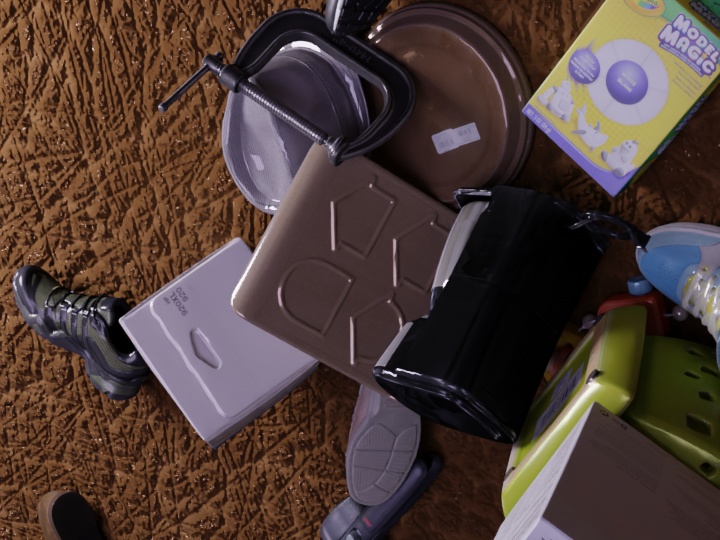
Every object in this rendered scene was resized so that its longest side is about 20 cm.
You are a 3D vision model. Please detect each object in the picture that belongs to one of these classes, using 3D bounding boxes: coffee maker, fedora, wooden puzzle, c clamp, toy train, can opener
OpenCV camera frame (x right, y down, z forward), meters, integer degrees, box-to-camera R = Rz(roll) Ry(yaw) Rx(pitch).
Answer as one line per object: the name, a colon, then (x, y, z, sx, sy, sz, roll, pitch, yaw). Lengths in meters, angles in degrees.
coffee maker: (0.121, 0.036, 1.277, 0.134, 0.201, 0.192, 32, 162, -18)
fedora: (-0.075, -0.134, 1.419, 0.176, 0.090, 0.202, 11, 115, 44)
wooden puzzle: (0.000, 0.000, 1.382, 0.199, 0.046, 0.186, 30, 87, -16)
c clamp: (-0.056, -0.161, 1.350, 0.199, 0.171, 0.027, 29, 156, 14)
toy train: (0.234, 0.107, 1.354, 0.149, 0.056, 0.202, -1, 108, 35)
can opener: (0.018, 0.260, 1.558, 0.079, 0.063, 0.200, 47, 128, 9)

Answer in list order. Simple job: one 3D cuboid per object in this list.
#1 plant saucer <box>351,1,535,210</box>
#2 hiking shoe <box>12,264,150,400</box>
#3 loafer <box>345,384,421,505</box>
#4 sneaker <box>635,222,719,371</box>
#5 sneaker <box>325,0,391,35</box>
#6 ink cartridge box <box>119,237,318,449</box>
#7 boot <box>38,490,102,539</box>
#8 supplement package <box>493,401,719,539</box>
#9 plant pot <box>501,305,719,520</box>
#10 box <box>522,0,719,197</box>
plant saucer: (0.069, -0.150, 1.375, 0.199, 0.029, 0.202, 13, 116, 28)
hiking shoe: (-0.312, 0.052, 1.699, 0.200, 0.076, 0.101, 42, 119, 1)
loafer: (0.027, 0.139, 1.495, 0.071, 0.063, 0.202, 8, 110, -10)
sneaker: (0.305, 0.032, 1.227, 0.199, 0.130, 0.080, 26, 123, 23)
sneaker: (-0.002, -0.317, 1.336, 0.087, 0.075, 0.201, 34, 118, 29)
ink cartridge box: (-0.136, 0.078, 1.476, 0.148, 0.144, 0.200, 53, 172, 4)
boot: (-0.359, 0.373, 1.870, 0.075, 0.073, 0.202, -4, 104, 55)
supplement package: (0.175, 0.230, 1.080, 0.151, 0.200, 0.151, 35, 116, 6)
plant pot: (0.236, 0.160, 1.248, 0.181, 0.199, 0.200, 35, 117, -2)
box: (0.239, -0.172, 1.240, 0.117, 0.048, 0.200, 44, 126, 11)
